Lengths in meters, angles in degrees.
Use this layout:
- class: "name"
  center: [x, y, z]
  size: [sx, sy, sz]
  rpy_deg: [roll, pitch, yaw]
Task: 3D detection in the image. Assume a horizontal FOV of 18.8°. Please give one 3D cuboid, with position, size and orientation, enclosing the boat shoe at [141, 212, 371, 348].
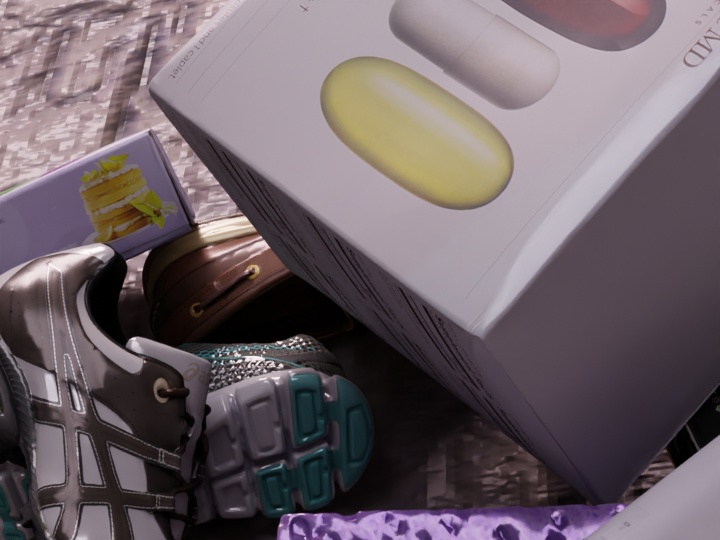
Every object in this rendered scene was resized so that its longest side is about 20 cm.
- class: "boat shoe"
  center: [-0.001, 0.000, 0.985]
  size: [0.199, 0.072, 0.068]
  rpy_deg: [-19, 42, 5]

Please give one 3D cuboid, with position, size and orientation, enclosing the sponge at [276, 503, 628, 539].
- class: "sponge"
  center: [0.063, 0.140, 0.778]
  size: [0.199, 0.030, 0.112]
  rpy_deg: [-4, 62, 14]

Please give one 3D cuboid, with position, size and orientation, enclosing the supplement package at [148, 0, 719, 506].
- class: "supplement package"
  center: [0.067, -0.057, 0.849]
  size: [0.191, 0.147, 0.200]
  rpy_deg: [-48, 52, -7]

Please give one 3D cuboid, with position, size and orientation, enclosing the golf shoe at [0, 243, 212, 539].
- class: "golf shoe"
  center: [-0.087, 0.078, 0.833]
  size: [0.094, 0.078, 0.201]
  rpy_deg: [-31, 77, -2]

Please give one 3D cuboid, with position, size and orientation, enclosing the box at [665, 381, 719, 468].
- class: "box"
  center: [0.195, 0.032, 0.892]
  size: [0.159, 0.050, 0.200]
  rpy_deg: [-14, 37, -4]

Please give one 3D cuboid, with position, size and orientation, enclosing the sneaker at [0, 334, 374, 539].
- class: "sneaker"
  center: [-0.092, 0.073, 0.930]
  size: [0.199, 0.078, 0.091]
  rpy_deg: [-9, 21, 2]

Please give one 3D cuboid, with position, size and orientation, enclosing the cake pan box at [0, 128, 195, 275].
- class: "cake pan box"
  center: [-0.165, -0.007, 0.977]
  size: [0.183, 0.053, 0.200]
  rpy_deg: [-22, 5, -2]

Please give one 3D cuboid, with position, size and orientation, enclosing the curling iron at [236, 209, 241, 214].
- class: "curling iron"
  center: [-0.036, -0.057, 1.096]
  size: [0.050, 0.026, 0.200]
  rpy_deg: [-37, 18, 29]

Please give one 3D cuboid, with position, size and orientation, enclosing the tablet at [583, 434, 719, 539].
- class: "tablet"
  center: [0.173, 0.103, 0.754]
  size: [0.200, 0.014, 0.130]
  rpy_deg: [-33, 78, -27]
